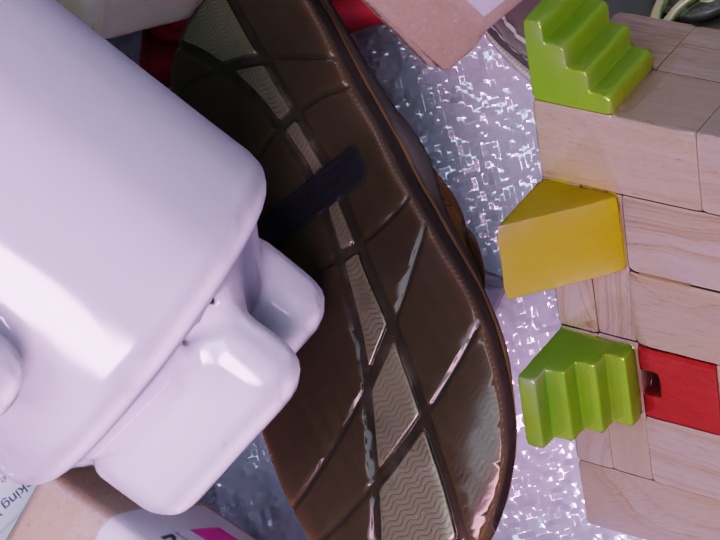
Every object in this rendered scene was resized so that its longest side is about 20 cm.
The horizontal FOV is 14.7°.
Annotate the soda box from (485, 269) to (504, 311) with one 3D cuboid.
[{"bbox_3d":[-0.058,-0.009,0.907,0.199,0.063,0.069,25,95,18],"label":"soda box"}]

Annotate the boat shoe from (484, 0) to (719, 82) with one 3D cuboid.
[{"bbox_3d":[0.119,-0.064,0.848,0.201,0.060,0.072,23,95,21],"label":"boat shoe"}]

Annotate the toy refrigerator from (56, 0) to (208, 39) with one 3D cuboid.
[{"bbox_3d":[-0.142,-0.125,0.884,0.199,0.076,0.070,16,110,25],"label":"toy refrigerator"}]

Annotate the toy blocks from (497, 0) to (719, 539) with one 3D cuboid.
[{"bbox_3d":[0.126,0.016,0.776,0.136,0.100,0.201,14,132,31],"label":"toy blocks"}]

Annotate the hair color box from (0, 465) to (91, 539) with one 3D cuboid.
[{"bbox_3d":[-0.107,0.099,0.921,0.100,0.060,0.200,-42,76,13],"label":"hair color box"}]

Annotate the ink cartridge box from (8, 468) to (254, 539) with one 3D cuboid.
[{"bbox_3d":[-0.040,0.176,0.813,0.200,0.075,0.165,31,99,21],"label":"ink cartridge box"}]

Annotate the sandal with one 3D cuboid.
[{"bbox_3d":[0.000,0.000,0.830,0.082,0.055,0.201,-37,61,24],"label":"sandal"}]

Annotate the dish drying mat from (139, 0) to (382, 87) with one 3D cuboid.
[{"bbox_3d":[0.016,-0.116,0.889,0.199,0.018,0.077,-16,55,25],"label":"dish drying mat"}]

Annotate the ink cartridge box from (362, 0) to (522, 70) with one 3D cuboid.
[{"bbox_3d":[0.050,-0.189,0.841,0.200,0.075,0.165,-38,53,11],"label":"ink cartridge box"}]

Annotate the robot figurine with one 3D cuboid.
[{"bbox_3d":[-0.106,-0.020,0.766,0.200,0.170,0.113,38,113,-9],"label":"robot figurine"}]
